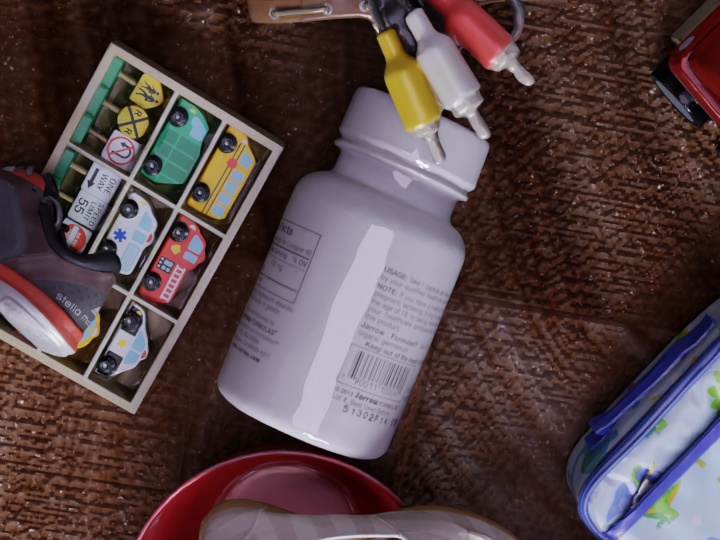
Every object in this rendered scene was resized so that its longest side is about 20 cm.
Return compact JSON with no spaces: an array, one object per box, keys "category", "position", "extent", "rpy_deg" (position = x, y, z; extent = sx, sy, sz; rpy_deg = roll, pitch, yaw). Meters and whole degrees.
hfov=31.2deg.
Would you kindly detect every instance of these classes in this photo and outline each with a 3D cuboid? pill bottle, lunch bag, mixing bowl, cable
[{"category":"pill bottle","position":[0.000,0.000,0.778],"extent":[0.113,0.114,0.202],"rpy_deg":[22,92,-7]},{"category":"lunch bag","position":[0.242,0.122,0.842],"extent":[0.161,0.083,0.200],"rpy_deg":[43,98,-9]},{"category":"mixing bowl","position":[-0.050,0.192,0.833],"extent":[0.197,0.108,0.203],"rpy_deg":[-1,104,-3]},{"category":"cable","position":[0.017,-0.162,0.704],"extent":[0.097,0.050,0.200],"rpy_deg":[-40,100,6]}]

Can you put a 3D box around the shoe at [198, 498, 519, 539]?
[{"category":"shoe","position":[0.003,0.174,0.748],"extent":[0.197,0.053,0.071],"rpy_deg":[5,104,-3]}]

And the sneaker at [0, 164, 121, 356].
[{"category":"sneaker","position":[-0.221,-0.032,0.778],"extent":[0.199,0.077,0.082],"rpy_deg":[37,76,16]}]

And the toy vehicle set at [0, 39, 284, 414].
[{"category":"toy vehicle set","position":[-0.149,-0.026,0.816],"extent":[0.123,0.027,0.202],"rpy_deg":[29,101,-8]}]

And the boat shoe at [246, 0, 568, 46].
[{"category":"boat shoe","position":[0.024,-0.170,0.767],"extent":[0.197,0.076,0.075],"rpy_deg":[6,110,5]}]

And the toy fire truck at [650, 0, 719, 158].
[{"category":"toy fire truck","position":[0.257,-0.066,0.730],"extent":[0.129,0.200,0.176],"rpy_deg":[-43,102,8]}]
